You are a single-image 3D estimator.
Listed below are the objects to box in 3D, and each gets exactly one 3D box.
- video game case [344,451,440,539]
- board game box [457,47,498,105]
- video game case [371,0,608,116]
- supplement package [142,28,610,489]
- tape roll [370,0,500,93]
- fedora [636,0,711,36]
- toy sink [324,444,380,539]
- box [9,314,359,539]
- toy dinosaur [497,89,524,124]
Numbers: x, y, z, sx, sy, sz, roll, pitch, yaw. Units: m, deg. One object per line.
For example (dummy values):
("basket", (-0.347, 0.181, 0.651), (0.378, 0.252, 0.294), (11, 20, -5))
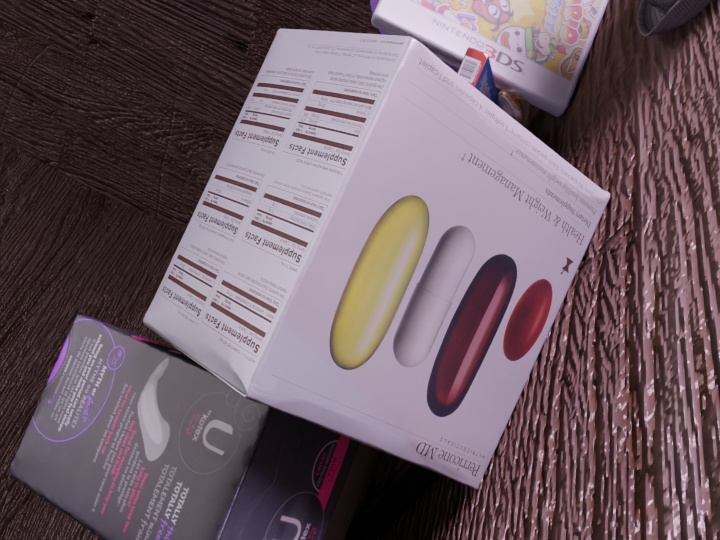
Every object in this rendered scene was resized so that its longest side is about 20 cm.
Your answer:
("video game case", (0.045, 0.113, 0.773), (0.201, 0.025, 0.182), (122, 171, -48))
("board game box", (0.085, -0.104, 0.789), (0.104, 0.019, 0.200), (-66, -12, 0))
("video game case", (0.128, -0.258, 0.828), (0.023, 0.180, 0.202), (124, 170, -72))
("supplement package", (0.011, -0.008, 0.587), (0.146, 0.190, 0.202), (22, 86, 53))
("tape roll", (0.111, -0.260, 0.901), (0.202, 0.198, 0.066), (-68, 7, -33))
("fedora", (0.198, -0.248, 0.608), (0.178, 0.089, 0.201), (-60, 7, 35))
("toy sink", (-0.065, 0.131, 0.748), (0.130, 0.111, 0.202), (36, -106, -51))
("box", (-0.117, 0.122, 0.633), (0.198, 0.106, 0.124), (17, 81, 38))
("toy dinosaur", (0.111, -0.048, 0.819), (0.106, 0.060, 0.202), (-47, -23, -61))
